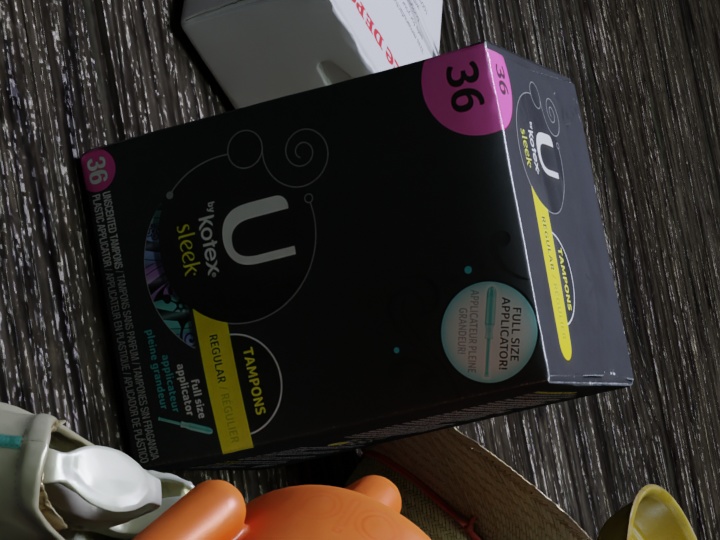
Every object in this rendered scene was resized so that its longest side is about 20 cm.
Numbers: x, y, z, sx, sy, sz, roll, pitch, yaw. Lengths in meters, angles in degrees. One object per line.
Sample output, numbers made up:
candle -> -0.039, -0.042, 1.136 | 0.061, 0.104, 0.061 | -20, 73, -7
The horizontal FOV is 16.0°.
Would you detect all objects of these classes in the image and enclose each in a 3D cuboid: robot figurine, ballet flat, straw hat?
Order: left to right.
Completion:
ballet flat -> -0.099, 0.101, 1.028 | 0.200, 0.069, 0.070 | 39, 42, -58
robot figurine -> -0.031, 0.160, 0.988 | 0.200, 0.116, 0.144 | -53, 143, -53
straw hat -> 0.028, 0.137, 1.281 | 0.085, 0.201, 0.201 | -51, 136, -15

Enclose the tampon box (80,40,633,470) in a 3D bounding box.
tampon box -> 0.000, 0.000, 1.154 | 0.126, 0.200, 0.150 | 9, 69, -67

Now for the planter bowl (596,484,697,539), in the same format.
planter bowl -> 0.161, 0.237, 1.571 | 0.200, 0.083, 0.201 | -14, 90, -69

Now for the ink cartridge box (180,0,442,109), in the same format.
ink cartridge box -> -0.020, -0.160, 1.361 | 0.200, 0.084, 0.145 | -85, 152, -42
